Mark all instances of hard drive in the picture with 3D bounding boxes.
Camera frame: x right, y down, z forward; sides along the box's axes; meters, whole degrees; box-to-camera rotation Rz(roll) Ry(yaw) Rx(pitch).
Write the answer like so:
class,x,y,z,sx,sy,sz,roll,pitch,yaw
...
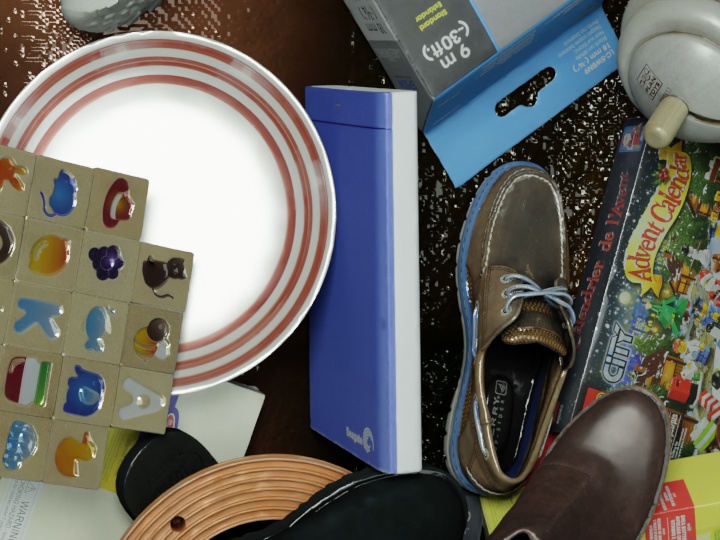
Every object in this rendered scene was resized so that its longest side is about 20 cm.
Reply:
class,x,y,z,sx,sy,sz,roll,pitch,yaw
hard drive,0.000,0.000,1.028,0.025,0.132,0.202,-3,98,-20

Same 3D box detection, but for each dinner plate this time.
class,x,y,z,sx,sy,sz,roll,pitch,yaw
dinner plate,-0.112,-0.031,1.020,0.198,0.024,0.202,0,86,-2

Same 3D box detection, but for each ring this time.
class,x,y,z,sx,sy,sz,roll,pitch,yaw
ring,-0.052,0.200,1.019,0.198,0.019,0.203,-2,97,-13

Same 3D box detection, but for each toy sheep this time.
class,x,y,z,sx,sy,sz,roll,pitch,yaw
toy sheep,0.217,-0.135,1.084,0.138,0.137,0.200,54,46,-17

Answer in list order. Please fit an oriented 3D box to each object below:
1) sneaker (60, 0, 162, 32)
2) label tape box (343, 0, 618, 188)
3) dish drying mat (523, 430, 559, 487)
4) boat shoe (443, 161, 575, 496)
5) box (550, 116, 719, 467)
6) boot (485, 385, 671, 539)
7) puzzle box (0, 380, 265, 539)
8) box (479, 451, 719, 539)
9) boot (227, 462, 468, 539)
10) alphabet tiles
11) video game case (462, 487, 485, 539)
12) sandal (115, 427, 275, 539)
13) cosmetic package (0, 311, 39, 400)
class,x,y,z,sx,sy,sz,roll,pitch,yaw
sneaker,-0.097,-0.211,1.009,0.200,0.076,0.081,-44,97,-15
label tape box,0.071,-0.168,1.070,0.144,0.063,0.201,-36,106,-12
dish drying mat,0.154,0.127,1.161,0.199,0.018,0.077,24,84,-19
boat shoe,0.098,0.034,1.091,0.072,0.072,0.202,6,86,-17
box,0.204,0.021,1.146,0.135,0.038,0.202,17,86,-21
boot,0.105,0.145,0.992,0.072,0.166,0.201,33,88,13
puzzle box,-0.148,0.141,1.050,0.132,0.025,0.202,21,89,-20
box,0.175,0.160,1.118,0.198,0.050,0.076,-8,121,-2
boot,-0.017,0.169,0.931,0.197,0.162,0.074,-19,101,-11
alphabet tiles,-0.182,0.022,0.950,0.198,0.006,0.168,12,83,-31
video game case,0.008,0.228,1.091,0.142,0.019,0.202,7,94,-45
sandal,-0.067,0.168,1.049,0.075,0.045,0.200,-50,128,-17
cosmetic package,-0.268,-0.003,0.957,0.107,0.090,0.201,-38,111,-14
